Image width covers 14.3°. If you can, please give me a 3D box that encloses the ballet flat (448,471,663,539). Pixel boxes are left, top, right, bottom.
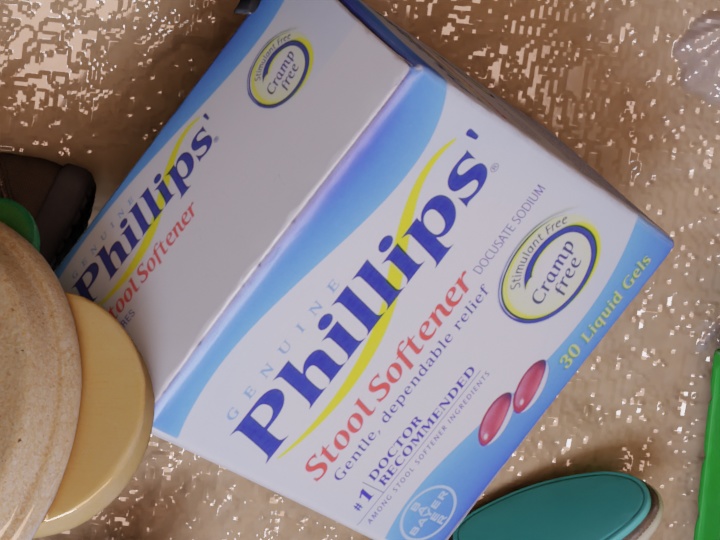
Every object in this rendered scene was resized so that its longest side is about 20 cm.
[{"bbox_3d":[0.048,0.152,1.320,0.200,0.069,0.070,-19,109,-3],"label":"ballet flat"}]

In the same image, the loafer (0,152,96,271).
[{"bbox_3d":[-0.185,0.032,1.212,0.071,0.073,0.200,27,67,3],"label":"loafer"}]

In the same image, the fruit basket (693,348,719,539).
[{"bbox_3d":[0.254,0.090,1.336,0.200,0.094,0.186,-5,108,-26],"label":"fruit basket"}]

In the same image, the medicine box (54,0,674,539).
[{"bbox_3d":[0.000,0.000,1.199,0.182,0.103,0.200,-53,138,7],"label":"medicine box"}]

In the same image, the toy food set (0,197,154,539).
[{"bbox_3d":[-0.190,0.060,1.126,0.200,0.198,0.049,-46,146,1],"label":"toy food set"}]

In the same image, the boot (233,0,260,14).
[{"bbox_3d":[-0.099,-0.190,1.132,0.073,0.162,0.198,-46,109,3],"label":"boot"}]
